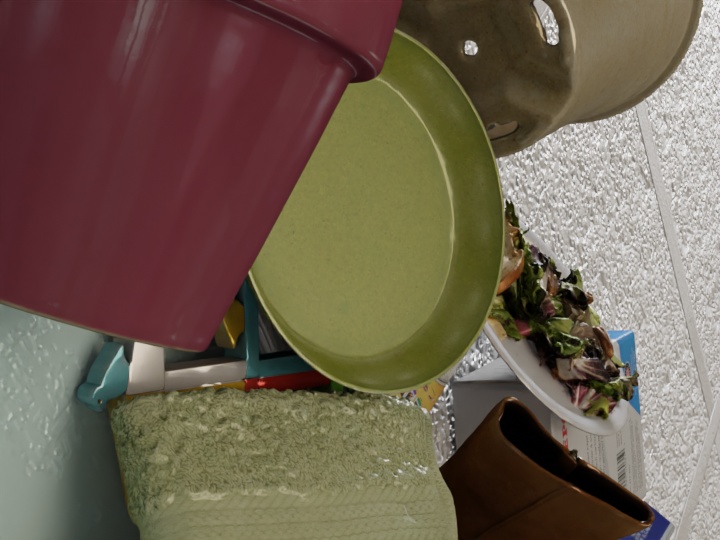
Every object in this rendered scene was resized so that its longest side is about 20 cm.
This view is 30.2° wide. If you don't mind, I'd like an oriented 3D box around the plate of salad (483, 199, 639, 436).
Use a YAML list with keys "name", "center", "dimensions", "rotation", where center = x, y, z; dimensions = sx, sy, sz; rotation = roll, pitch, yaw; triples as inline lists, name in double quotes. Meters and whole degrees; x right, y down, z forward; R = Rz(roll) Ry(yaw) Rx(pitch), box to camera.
- name: "plate of salad"
  center: [0.135, 0.025, 0.950]
  dimensions: [0.200, 0.048, 0.201]
  rotation: [38, 29, -26]

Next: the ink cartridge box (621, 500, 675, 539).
- name: "ink cartridge box"
  center: [0.145, 0.285, 1.006]
  dimensions: [0.200, 0.041, 0.199]
  rotation: [-58, 166, 25]

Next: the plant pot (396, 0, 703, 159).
- name: "plant pot"
  center: [0.097, -0.160, 0.836]
  dimensions: [0.183, 0.199, 0.201]
  rotation: [-44, 127, -54]

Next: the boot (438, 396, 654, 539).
- name: "boot"
  center: [0.110, 0.169, 0.796]
  dimensions: [0.188, 0.200, 0.069]
  rotation: [42, 49, -2]

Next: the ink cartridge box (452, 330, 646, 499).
- name: "ink cartridge box"
  center: [0.153, 0.136, 1.050]
  dimensions: [0.200, 0.084, 0.147]
  rotation: [-15, 102, -59]

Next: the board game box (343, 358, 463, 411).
- name: "board game box"
  center: [0.000, 0.000, 0.811]
  dimensions: [0.136, 0.034, 0.201]
  rotation: [-51, 126, -45]

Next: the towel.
- name: "towel"
  center: [-0.025, 0.124, 0.657]
  dimensions: [0.199, 0.036, 0.149]
  rotation: [6, 58, -41]

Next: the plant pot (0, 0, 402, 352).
- name: "plant pot"
  center: [-0.097, -0.071, 0.536]
  dimensions: [0.200, 0.199, 0.180]
  rotation: [17, 90, -59]

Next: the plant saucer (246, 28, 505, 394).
- name: "plant saucer"
  center: [0.002, -0.033, 0.721]
  dimensions: [0.199, 0.031, 0.201]
  rotation: [8, 79, -42]

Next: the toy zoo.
- name: "toy zoo"
  center: [-0.061, 0.055, 0.699]
  dimensions: [0.199, 0.020, 0.132]
  rotation: [-5, 97, -43]
